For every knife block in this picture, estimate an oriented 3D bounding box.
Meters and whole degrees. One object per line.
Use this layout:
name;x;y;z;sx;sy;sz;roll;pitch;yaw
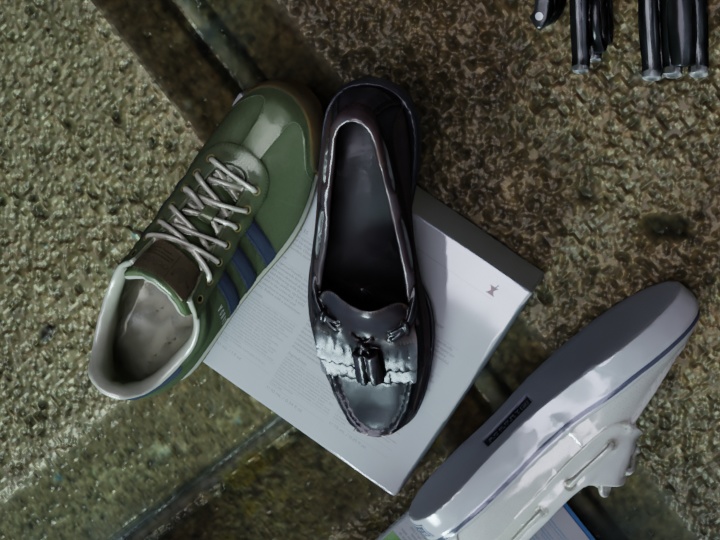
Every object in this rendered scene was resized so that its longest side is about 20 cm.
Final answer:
knife block;0.152;-0.202;0.832;0.175;0.064;0.200;42;111;2

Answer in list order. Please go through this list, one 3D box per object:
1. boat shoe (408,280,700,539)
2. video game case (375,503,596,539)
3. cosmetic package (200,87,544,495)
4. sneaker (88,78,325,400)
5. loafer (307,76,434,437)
boat shoe;0.120;0.092;0.905;0.200;0.071;0.070;-44;102;2
video game case;0.055;0.208;0.927;0.200;0.018;0.143;-40;92;-20
cosmetic package;-0.018;0.010;0.945;0.200;0.052;0.151;35;113;5
sneaker;-0.087;-0.009;0.886;0.067;0.090;0.201;33;109;7
loafer;0.000;0.000;0.876;0.071;0.063;0.201;2;107;12
